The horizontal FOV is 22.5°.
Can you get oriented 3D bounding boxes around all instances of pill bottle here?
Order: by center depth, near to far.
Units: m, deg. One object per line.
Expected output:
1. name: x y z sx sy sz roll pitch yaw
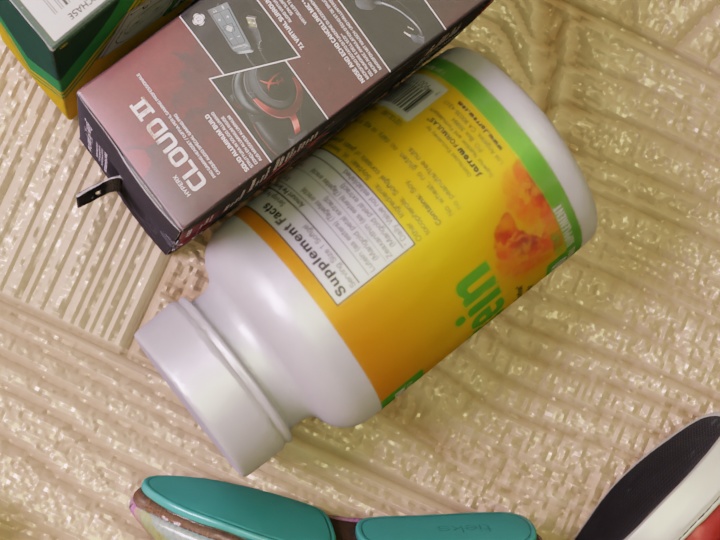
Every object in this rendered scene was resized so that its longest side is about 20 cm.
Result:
1. pill bottle: 0.000 0.000 0.825 0.200 0.111 0.111 -38 93 -8

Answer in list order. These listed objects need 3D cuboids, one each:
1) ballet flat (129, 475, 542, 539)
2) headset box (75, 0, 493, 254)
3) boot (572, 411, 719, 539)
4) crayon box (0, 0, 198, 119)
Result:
1. ballet flat: -0.012 0.143 0.846 0.198 0.069 0.072 7 106 -9
2. headset box: -0.043 -0.086 0.804 0.200 0.149 0.075 -38 92 -8
3. boot: 0.159 0.179 0.864 0.144 0.072 0.200 37 91 -6
4. crayon box: -0.070 -0.161 0.790 0.200 0.173 0.058 -41 90 -8
